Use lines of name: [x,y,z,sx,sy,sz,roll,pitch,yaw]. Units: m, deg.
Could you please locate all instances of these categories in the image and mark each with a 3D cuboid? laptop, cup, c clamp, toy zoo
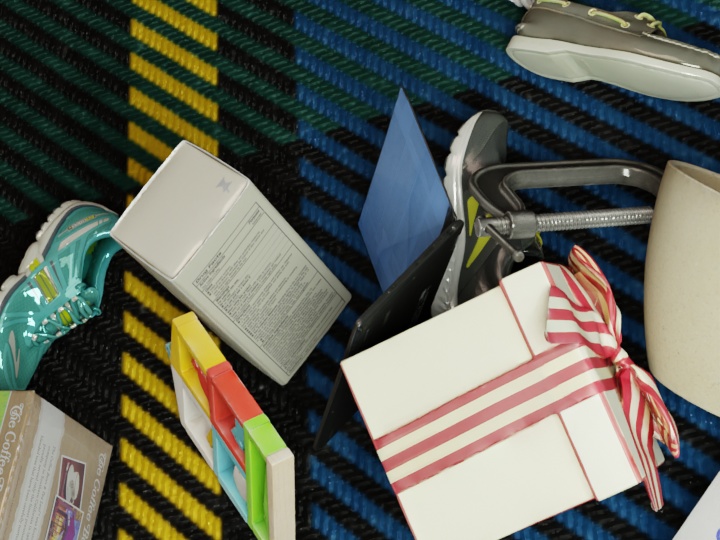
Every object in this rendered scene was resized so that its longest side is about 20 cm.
laptop: [0.000,0.000,1.288,0.116,0.188,0.200,37,56,13]
cup: [0.279,0.028,1.171,0.200,0.200,0.144,33,104,35]
c clamp: [0.169,-0.047,1.272,0.199,0.027,0.171,-7,26,-21]
toy zoo: [-0.109,0.124,1.334,0.020,0.132,0.200,-22,51,-22]

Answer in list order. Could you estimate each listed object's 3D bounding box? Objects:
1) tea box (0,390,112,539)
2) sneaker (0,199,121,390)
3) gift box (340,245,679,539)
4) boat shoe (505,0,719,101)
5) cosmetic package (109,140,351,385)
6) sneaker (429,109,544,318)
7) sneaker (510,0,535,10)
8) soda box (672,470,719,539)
tea box: [-0.338,0.215,1.391,0.196,0.134,0.201,-3,63,24]
sneaker: [-0.277,0.027,1.504,0.079,0.078,0.201,19,73,24]
gift box: [0.115,0.102,1.169,0.186,0.200,0.185,-26,87,12]
boat shoe: [0.215,-0.186,1.373,0.201,0.072,0.061,16,77,36]
cosmetic package: [-0.102,-0.003,1.350,0.087,0.200,0.104,33,79,35]
sneaker: [0.112,-0.034,1.351,0.084,0.074,0.201,2,73,20]
sneaker: [0.098,-0.289,1.483,0.199,0.081,0.075,15,73,33]
soda box: [0.246,0.213,1.146,0.068,0.063,0.200,30,80,34]
